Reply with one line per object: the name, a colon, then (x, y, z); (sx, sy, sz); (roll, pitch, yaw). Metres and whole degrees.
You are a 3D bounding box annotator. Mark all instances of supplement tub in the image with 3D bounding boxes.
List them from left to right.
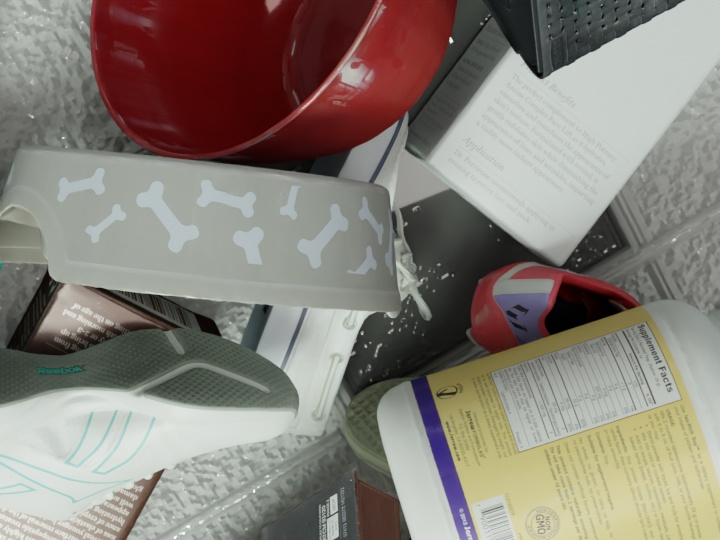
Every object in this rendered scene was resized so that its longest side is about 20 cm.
supplement tub: (0.120, 0.099, 0.840); (0.199, 0.145, 0.146); (-18, 107, 0)

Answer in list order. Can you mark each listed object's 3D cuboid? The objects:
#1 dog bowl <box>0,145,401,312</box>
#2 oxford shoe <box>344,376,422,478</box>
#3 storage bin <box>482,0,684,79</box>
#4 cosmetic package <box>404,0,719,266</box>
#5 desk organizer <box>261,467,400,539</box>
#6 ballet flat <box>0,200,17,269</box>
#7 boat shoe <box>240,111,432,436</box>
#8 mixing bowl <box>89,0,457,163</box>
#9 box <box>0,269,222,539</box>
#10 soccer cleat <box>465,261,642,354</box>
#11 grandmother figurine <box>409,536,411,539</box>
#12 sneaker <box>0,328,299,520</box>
dog bowl: (-0.075, -0.020, 0.795); (0.199, 0.200, 0.059); (5, 92, -12)
oxford shoe: (0.087, 0.109, 0.953); (0.198, 0.076, 0.058); (10, 147, 9)
storage bin: (0.074, -0.210, 0.809); (0.093, 0.135, 0.201); (-27, 67, -2)
cosmetic package: (0.122, -0.114, 0.917); (0.101, 0.074, 0.200); (37, 93, -18)
desk organizer: (0.006, 0.206, 0.807); (0.077, 0.201, 0.072); (29, 130, -33)
ballet flat: (-0.235, 0.028, 0.877); (0.069, 0.070, 0.201); (21, 125, -15)
boat shoe: (0.000, 0.002, 0.922); (0.086, 0.075, 0.203); (20, 102, -14)
mixing bowl: (-0.027, -0.133, 0.841); (0.108, 0.200, 0.201); (25, 100, -49)
box: (-0.162, 0.100, 0.918); (0.100, 0.075, 0.201); (28, 96, -16)
soccer cleat: (0.149, 0.046, 0.938); (0.199, 0.076, 0.067); (24, 73, -29)
grandmother figurine: (0.072, 0.178, 0.976); (0.198, 0.122, 0.061); (-7, 140, 3)
sneaker: (-0.130, 0.079, 0.854); (0.199, 0.071, 0.081); (-3, 120, -7)
